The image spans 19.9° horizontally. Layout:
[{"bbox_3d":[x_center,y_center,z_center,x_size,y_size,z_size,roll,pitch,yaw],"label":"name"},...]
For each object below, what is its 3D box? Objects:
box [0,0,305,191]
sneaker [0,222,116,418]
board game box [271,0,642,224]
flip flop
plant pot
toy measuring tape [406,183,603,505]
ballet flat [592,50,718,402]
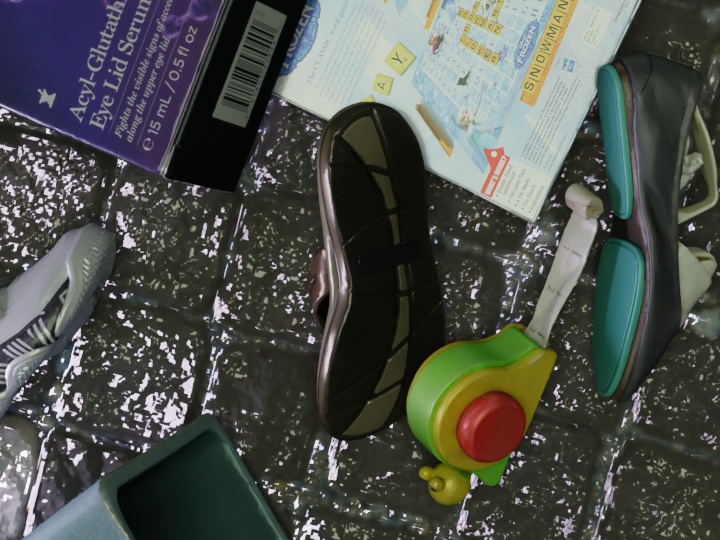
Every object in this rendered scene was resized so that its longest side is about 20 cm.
[{"bbox_3d":[-0.145,-0.149,1.139,0.199,0.104,0.149,22,94,18],"label":"box"},{"bbox_3d":[-0.237,0.031,1.195,0.115,0.075,0.200,39,98,0],"label":"sneaker"},{"bbox_3d":[0.056,-0.160,1.179,0.198,0.041,0.201,27,94,4],"label":"board game box"},{"bbox_3d":[0.000,0.000,1.178,0.080,0.057,0.202,-14,110,-26],"label":"flip flop"},{"bbox_3d":[-0.140,0.227,1.144,0.199,0.196,0.197,-31,89,16],"label":"plant pot"},{"bbox_3d":[0.074,0.043,1.159,0.073,0.074,0.202,22,106,4],"label":"toy measuring tape"},{"bbox_3d":[0.169,-0.023,1.157,0.072,0.073,0.202,0,103,5],"label":"ballet flat"}]
